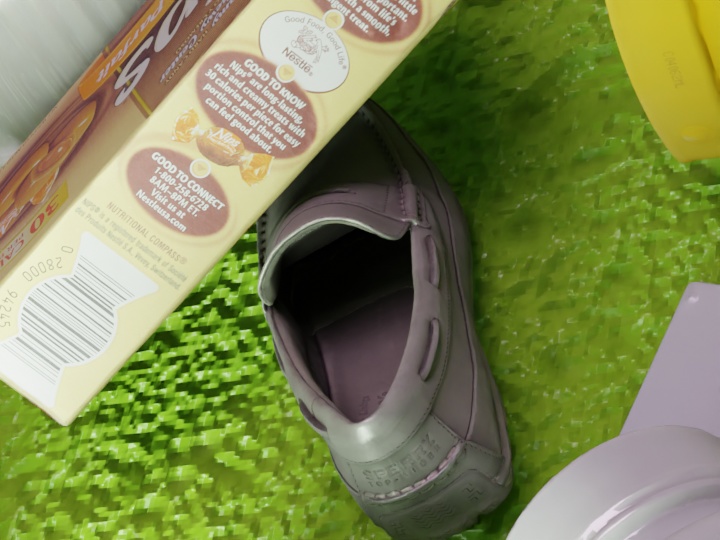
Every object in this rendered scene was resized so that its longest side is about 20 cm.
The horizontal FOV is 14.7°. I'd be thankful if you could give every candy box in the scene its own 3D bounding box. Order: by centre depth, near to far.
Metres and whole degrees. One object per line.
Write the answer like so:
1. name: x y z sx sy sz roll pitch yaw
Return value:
1. candy box: -0.056 -0.054 0.943 0.200 0.055 0.116 -46 20 14

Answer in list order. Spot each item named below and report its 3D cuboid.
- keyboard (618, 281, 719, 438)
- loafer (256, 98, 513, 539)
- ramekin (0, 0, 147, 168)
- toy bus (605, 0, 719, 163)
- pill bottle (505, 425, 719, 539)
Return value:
1. keyboard: 0.084 0.088 0.829 0.056 0.011 0.200 4 57 41
2. loafer: 0.000 0.000 0.909 0.070 0.070 0.200 -32 41 10
3. ramekin: -0.120 -0.141 1.083 0.199 0.105 0.201 -18 46 20
4. toy bus: 0.175 -0.146 0.880 0.191 0.136 0.201 -4 50 23
5. pill bottle: 0.115 0.127 0.699 0.112 0.112 0.200 -38 44 0
